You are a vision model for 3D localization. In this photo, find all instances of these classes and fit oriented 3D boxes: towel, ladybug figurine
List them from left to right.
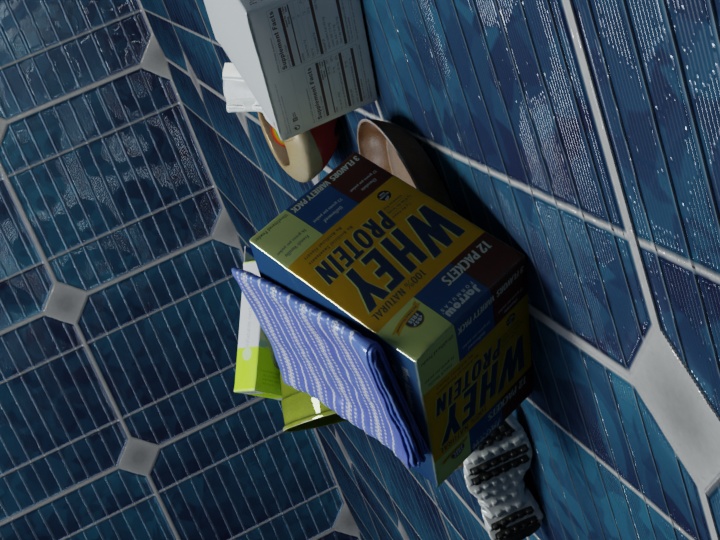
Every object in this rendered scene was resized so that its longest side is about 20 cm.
[{"bbox_3d":[-0.073,-0.178,1.414,0.200,0.071,0.137,-157,44,-76],"label":"ladybug figurine"},{"bbox_3d":[-0.029,0.082,1.002,0.199,0.024,0.146,26,148,46],"label":"towel"}]

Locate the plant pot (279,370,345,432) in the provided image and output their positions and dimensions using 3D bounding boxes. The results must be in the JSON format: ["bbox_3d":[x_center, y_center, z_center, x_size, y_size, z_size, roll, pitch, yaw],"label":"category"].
[{"bbox_3d":[-0.028,0.094,1.547,0.200,0.198,0.195,112,143,-77],"label":"plant pot"}]

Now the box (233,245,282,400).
[{"bbox_3d":[-0.113,0.074,1.612,0.121,0.047,0.202,19,-110,-50],"label":"box"}]

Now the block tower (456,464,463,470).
[{"bbox_3d":[0.087,0.123,1.338,0.058,0.054,0.202,-156,43,-76],"label":"block tower"}]

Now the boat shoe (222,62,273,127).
[{"bbox_3d":[-0.084,-0.187,1.278,0.199,0.072,0.069,15,107,40],"label":"boat shoe"}]

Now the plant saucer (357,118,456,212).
[{"bbox_3d":[0.054,-0.059,1.140,0.200,0.034,0.202,156,90,-80],"label":"plant saucer"}]

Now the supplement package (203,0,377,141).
[{"bbox_3d":[-0.082,-0.260,1.159,0.201,0.110,0.157,56,167,41],"label":"supplement package"}]

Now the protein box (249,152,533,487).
[{"bbox_3d":[0.032,0.044,1.036,0.199,0.135,0.199,34,153,32],"label":"protein box"}]

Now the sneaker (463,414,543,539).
[{"bbox_3d":[0.138,0.201,1.222,0.081,0.074,0.201,-112,6,-47],"label":"sneaker"}]
